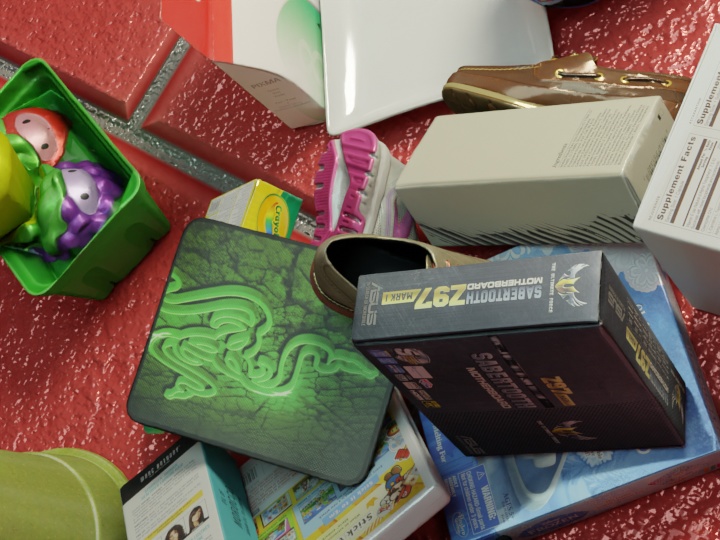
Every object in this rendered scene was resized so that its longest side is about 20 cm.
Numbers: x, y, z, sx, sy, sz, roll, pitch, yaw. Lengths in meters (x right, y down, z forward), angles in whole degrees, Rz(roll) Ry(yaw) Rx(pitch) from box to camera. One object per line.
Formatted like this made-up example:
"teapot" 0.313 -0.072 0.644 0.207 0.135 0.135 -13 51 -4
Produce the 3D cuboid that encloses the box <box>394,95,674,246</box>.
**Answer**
"box" 0.129 -0.068 1.111 0.199 0.068 0.082 0 48 43

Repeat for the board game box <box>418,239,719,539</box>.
"board game box" 0.136 0.076 1.097 0.198 0.043 0.201 -24 60 16

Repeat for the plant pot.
"plant pot" -0.297 0.209 1.184 0.199 0.190 0.201 -11 64 24

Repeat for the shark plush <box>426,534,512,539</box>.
"shark plush" 0.052 0.223 1.066 0.199 0.084 0.091 -29 30 6

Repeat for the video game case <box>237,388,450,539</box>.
"video game case" -0.038 0.172 1.115 0.200 0.023 0.182 -40 28 7

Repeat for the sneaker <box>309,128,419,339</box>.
"sneaker" 0.000 0.000 1.175 0.081 0.088 0.201 20 91 52

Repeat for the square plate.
"square plate" 0.059 -0.218 1.272 0.197 0.028 0.201 -14 63 22

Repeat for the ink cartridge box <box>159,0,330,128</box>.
"ink cartridge box" -0.089 -0.227 1.251 0.050 0.200 0.162 -14 64 22

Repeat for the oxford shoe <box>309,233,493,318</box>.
"oxford shoe" 0.062 0.020 1.053 0.199 0.075 0.071 11 80 1

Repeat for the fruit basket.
"fruit basket" -0.285 -0.079 1.294 0.156 0.215 0.216 -46 56 4

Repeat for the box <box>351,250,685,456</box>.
"box" 0.105 0.059 0.974 0.157 0.200 0.051 -6 62 24

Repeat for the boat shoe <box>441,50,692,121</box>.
"boat shoe" 0.159 -0.126 1.159 0.199 0.072 0.068 14 70 26

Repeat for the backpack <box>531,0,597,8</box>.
"backpack" 0.175 -0.304 1.164 0.200 0.182 0.135 -37 47 21

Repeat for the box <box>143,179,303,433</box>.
"box" -0.112 0.036 1.210 0.117 0.048 0.201 -14 54 66

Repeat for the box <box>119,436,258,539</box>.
"box" -0.118 0.199 1.105 0.082 0.049 0.200 -40 28 8

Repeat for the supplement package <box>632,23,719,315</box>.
"supplement package" 0.309 -0.042 0.989 0.199 0.152 0.151 18 78 33

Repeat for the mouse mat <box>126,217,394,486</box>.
"mouse mat" -0.064 0.055 1.119 0.199 0.008 0.162 13 80 23
